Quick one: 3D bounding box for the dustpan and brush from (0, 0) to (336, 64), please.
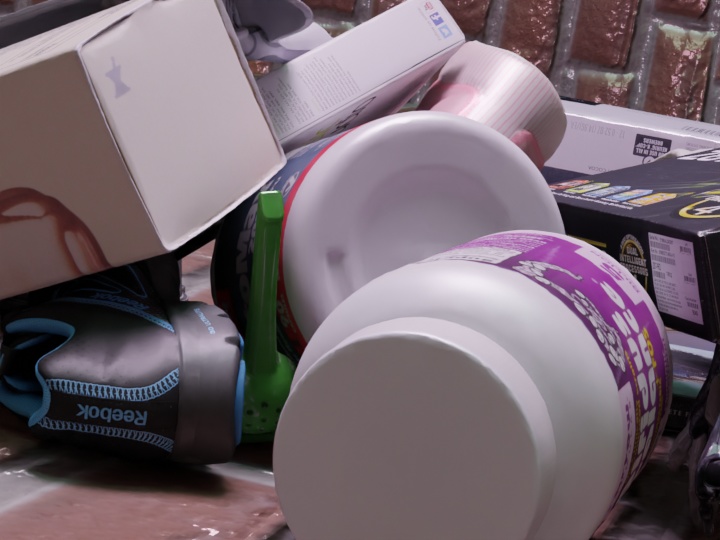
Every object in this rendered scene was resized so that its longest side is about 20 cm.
[{"bbox_3d":[-0.063,-0.110,0.953,0.139,0.057,0.200,-12,8,30],"label":"dustpan and brush"}]

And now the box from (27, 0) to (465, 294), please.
[{"bbox_3d":[-0.056,-0.053,1.015,0.200,0.036,0.144,-31,-7,-36],"label":"box"}]

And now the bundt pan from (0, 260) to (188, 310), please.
[{"bbox_3d":[-0.184,-0.033,1.130,0.202,0.076,0.202,10,8,-1],"label":"bundt pan"}]

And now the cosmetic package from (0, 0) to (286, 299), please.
[{"bbox_3d":[-0.145,-0.041,0.858,0.200,0.087,0.103,-15,15,34],"label":"cosmetic package"}]

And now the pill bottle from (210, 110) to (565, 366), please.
[{"bbox_3d":[0.000,0.000,0.927,0.119,0.120,0.200,7,-5,-17],"label":"pill bottle"}]

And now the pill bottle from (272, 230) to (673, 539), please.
[{"bbox_3d":[0.040,0.048,0.717,0.112,0.112,0.200,12,9,14],"label":"pill bottle"}]

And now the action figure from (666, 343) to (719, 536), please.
[{"bbox_3d":[0.178,0.063,0.827,0.119,0.102,0.200,9,18,15],"label":"action figure"}]

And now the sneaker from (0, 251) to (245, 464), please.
[{"bbox_3d":[-0.111,0.023,0.849,0.082,0.073,0.200,2,9,-22],"label":"sneaker"}]

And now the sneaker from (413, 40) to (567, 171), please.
[{"bbox_3d":[0.050,-0.050,1.079,0.075,0.105,0.200,36,-18,1],"label":"sneaker"}]

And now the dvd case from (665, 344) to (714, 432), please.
[{"bbox_3d":[0.119,0.052,1.090,0.200,0.022,0.146,9,9,-2],"label":"dvd case"}]

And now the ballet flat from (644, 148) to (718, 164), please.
[{"bbox_3d":[0.116,-0.021,1.045,0.069,0.070,0.200,4,-16,-34],"label":"ballet flat"}]

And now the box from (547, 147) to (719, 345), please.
[{"bbox_3d":[0.170,-0.020,0.863,0.161,0.049,0.200,-11,9,-14],"label":"box"}]

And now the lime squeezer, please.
[{"bbox_3d":[-0.052,0.039,0.863,0.038,0.071,0.200,-19,-14,-17],"label":"lime squeezer"}]

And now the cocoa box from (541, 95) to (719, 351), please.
[{"bbox_3d":[0.149,-0.033,1.307,0.200,0.131,0.133,12,9,14],"label":"cocoa box"}]
